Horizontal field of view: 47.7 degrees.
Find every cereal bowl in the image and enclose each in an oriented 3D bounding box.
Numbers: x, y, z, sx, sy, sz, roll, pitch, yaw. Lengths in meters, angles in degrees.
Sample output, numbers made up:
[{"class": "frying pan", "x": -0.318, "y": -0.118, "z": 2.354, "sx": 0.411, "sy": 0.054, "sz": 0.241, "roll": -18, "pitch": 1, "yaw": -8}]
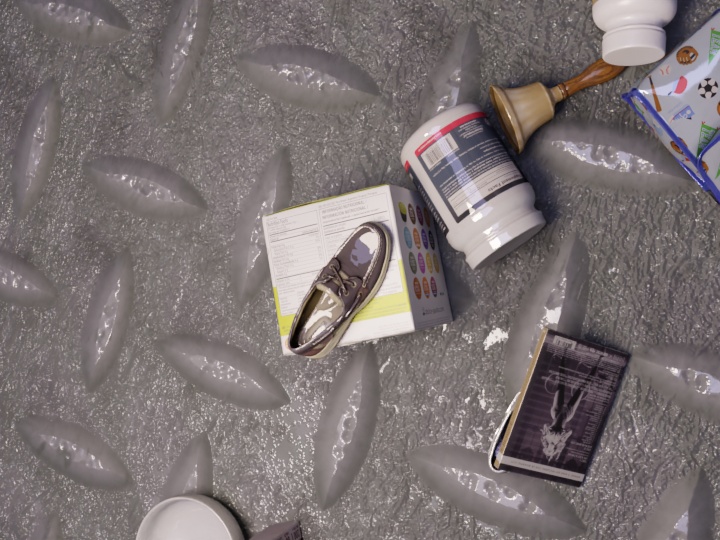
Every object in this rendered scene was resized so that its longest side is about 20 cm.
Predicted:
[{"class": "cereal bowl", "x": -0.267, "y": 0.463, "z": 1.332, "sx": 0.196, "sy": 0.083, "sz": 0.205, "roll": 0, "pitch": 89, "yaw": 20}]

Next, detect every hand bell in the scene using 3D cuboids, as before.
[{"class": "hand bell", "x": 0.291, "y": -0.257, "z": 1.149, "sx": 0.197, "sy": 0.104, "sz": 0.106, "roll": -26, "pitch": 81, "yaw": 5}]

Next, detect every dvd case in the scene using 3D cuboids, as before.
[{"class": "dvd case", "x": 0.278, "y": 0.191, "z": 1.123, "sx": 0.146, "sy": 0.016, "sz": 0.204, "roll": 16, "pitch": 95, "yaw": -23}]

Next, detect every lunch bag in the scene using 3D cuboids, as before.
[{"class": "lunch bag", "x": 0.471, "y": -0.211, "z": 1.054, "sx": 0.169, "sy": 0.124, "sz": 0.201, "roll": -40, "pitch": 90, "yaw": 15}]

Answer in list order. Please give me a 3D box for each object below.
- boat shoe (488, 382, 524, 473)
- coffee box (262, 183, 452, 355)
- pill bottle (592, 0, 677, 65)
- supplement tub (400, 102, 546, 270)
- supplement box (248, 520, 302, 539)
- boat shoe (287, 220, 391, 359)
[{"class": "boat shoe", "x": 0.240, "y": 0.201, "z": 1.156, "sx": 0.072, "sy": 0.068, "sz": 0.201, "roll": 39, "pitch": 102, "yaw": 16}, {"class": "coffee box", "x": 0.000, "y": 0.000, "z": 1.178, "sx": 0.196, "sy": 0.199, "sz": 0.202, "roll": -12, "pitch": 86, "yaw": 20}, {"class": "pill bottle", "x": 0.366, "y": -0.386, "z": 1.089, "sx": 0.109, "sy": 0.111, "sz": 0.205, "roll": 0, "pitch": 86, "yaw": 20}, {"class": "supplement tub", "x": 0.159, "y": -0.119, "z": 1.152, "sx": 0.139, "sy": 0.140, "sz": 0.202, "roll": -33, "pitch": 79, "yaw": 16}, {"class": "supplement box", "x": -0.119, "y": 0.508, "z": 1.264, "sx": 0.060, "sy": 0.109, "sz": 0.204, "roll": -14, "pitch": 85, "yaw": 18}, {"class": "boat shoe", "x": -0.029, "y": 0.028, "z": 1.047, "sx": 0.072, "sy": 0.065, "sz": 0.202, "roll": 37, "pitch": 102, "yaw": 17}]
